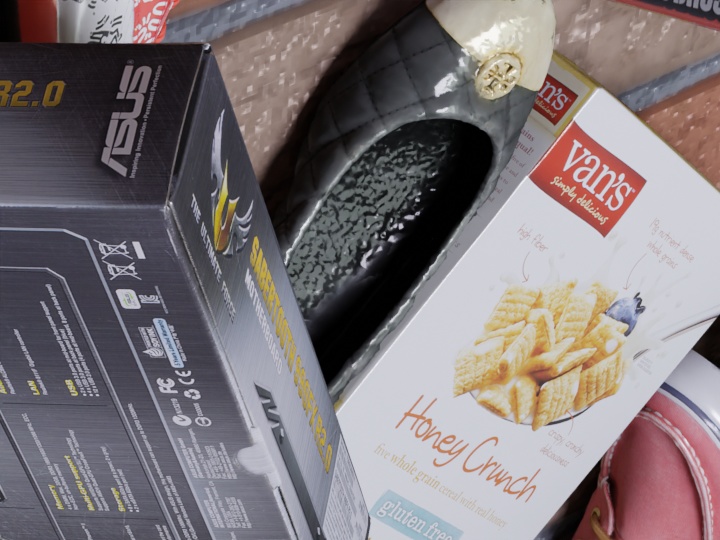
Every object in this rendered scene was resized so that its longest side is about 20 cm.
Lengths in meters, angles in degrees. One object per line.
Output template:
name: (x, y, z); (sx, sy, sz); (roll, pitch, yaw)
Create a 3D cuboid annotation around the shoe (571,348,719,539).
shoe: (0.106, 0.113, 1.075); (0.091, 0.071, 0.200); (-41, 150, -20)

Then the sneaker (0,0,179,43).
sneaker: (-0.054, -0.084, 0.719); (0.108, 0.067, 0.202); (-20, 134, -31)

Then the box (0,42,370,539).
box: (-0.093, 0.025, 0.713); (0.200, 0.158, 0.048); (72, 24, -51)

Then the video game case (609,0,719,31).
video game case: (0.113, -0.077, 0.780); (0.143, 0.200, 0.018); (-7, 112, -53)

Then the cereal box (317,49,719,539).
cereal box: (0.037, 0.035, 0.954); (0.200, 0.040, 0.144); (-51, 143, 5)

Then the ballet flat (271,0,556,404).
ballet flat: (0.000, 0.000, 0.860); (0.066, 0.057, 0.200); (27, 102, -35)
